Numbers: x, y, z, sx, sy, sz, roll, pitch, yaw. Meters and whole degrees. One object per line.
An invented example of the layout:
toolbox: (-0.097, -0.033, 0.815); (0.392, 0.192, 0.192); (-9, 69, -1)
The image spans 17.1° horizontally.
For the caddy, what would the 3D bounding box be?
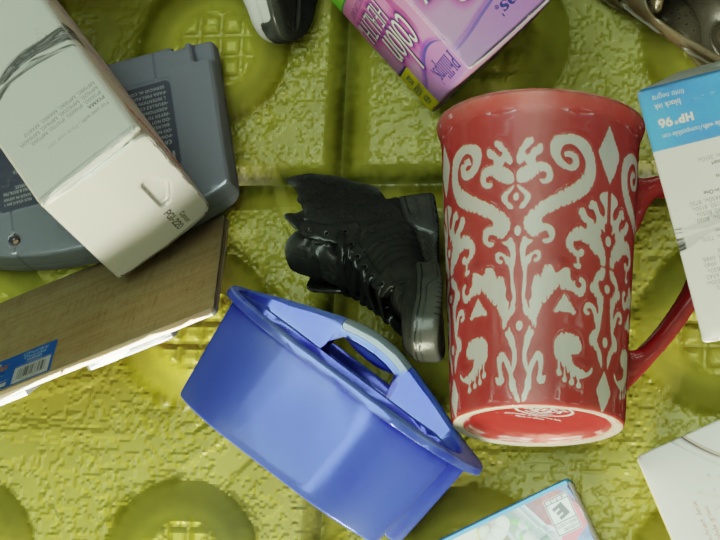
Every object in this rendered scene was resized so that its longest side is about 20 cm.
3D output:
caddy: (-0.015, 0.085, 1.528); (0.200, 0.141, 0.105); (36, 92, 14)

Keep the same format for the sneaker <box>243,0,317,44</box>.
sneaker: (-0.101, -0.240, 1.674); (0.115, 0.076, 0.201); (-19, 77, 28)

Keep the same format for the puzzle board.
puzzle board: (-0.181, 0.034, 1.598); (0.200, 0.151, 0.017); (-22, 113, 10)

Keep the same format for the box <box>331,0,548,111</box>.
box: (0.025, -0.216, 1.533); (0.097, 0.176, 0.200); (-43, 91, -8)

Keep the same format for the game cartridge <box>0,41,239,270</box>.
game cartridge: (-0.184, -0.073, 1.658); (0.200, 0.041, 0.133); (-14, 64, 12)

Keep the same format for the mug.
mug: (0.133, 0.001, 1.503); (0.177, 0.133, 0.200); (-1, 72, 11)

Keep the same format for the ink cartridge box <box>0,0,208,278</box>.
ink cartridge box: (-0.200, -0.109, 1.576); (0.085, 0.146, 0.200); (-39, 65, 0)

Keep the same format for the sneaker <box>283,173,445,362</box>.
sneaker: (0.000, -0.003, 1.543); (0.104, 0.060, 0.200); (-2, 32, 1)

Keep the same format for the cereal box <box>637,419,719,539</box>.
cereal box: (0.291, 0.142, 1.488); (0.200, 0.040, 0.144); (-26, 73, 8)

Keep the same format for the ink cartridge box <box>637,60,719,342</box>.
ink cartridge box: (0.239, -0.028, 1.479); (0.068, 0.116, 0.200); (-14, 95, 23)

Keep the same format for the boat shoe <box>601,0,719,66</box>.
boat shoe: (0.203, -0.191, 1.572); (0.200, 0.065, 0.071); (41, 91, 19)

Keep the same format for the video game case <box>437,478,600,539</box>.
video game case: (0.111, 0.252, 1.524); (0.143, 0.018, 0.200); (-26, 73, 7)
